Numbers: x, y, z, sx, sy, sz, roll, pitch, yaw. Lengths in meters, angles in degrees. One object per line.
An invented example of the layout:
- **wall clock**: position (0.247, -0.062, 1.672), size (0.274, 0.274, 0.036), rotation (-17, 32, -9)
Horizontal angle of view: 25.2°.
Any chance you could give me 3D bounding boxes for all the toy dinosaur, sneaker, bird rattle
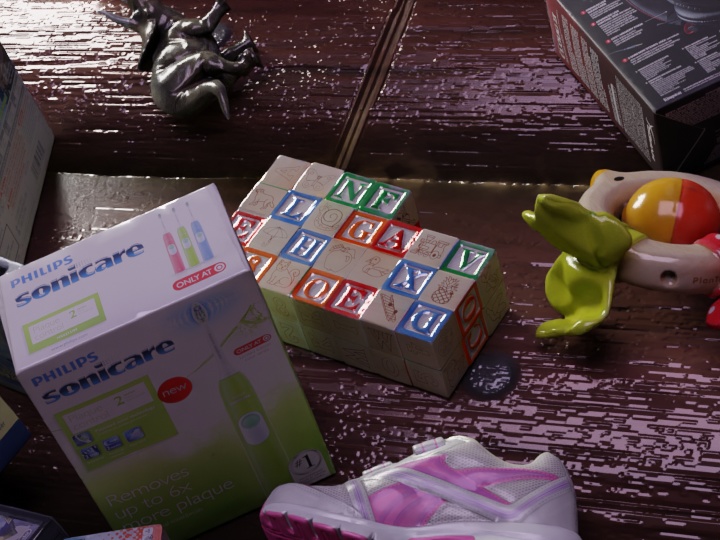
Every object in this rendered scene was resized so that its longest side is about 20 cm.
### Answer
- **toy dinosaur**: position (-0.135, -0.162, 1.311), size (0.102, 0.077, 0.201), rotation (-30, 50, 7)
- **sneaker**: position (0.040, 0.145, 0.953), size (0.198, 0.082, 0.089), rotation (4, 48, 12)
- **bird rattle**: position (0.206, -0.022, 1.036), size (0.198, 0.114, 0.164), rotation (-1, 32, 14)

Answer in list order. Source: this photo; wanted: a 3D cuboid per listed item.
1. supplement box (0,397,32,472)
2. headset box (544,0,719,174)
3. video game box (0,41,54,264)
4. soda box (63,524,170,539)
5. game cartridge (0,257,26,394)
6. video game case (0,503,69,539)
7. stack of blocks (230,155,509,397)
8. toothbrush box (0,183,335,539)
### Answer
- **supplement box**: position (-0.359, 0.076, 1.032), size (0.199, 0.201, 0.135), rotation (5, 48, 45)
- **headset box**: position (0.235, -0.175, 1.178), size (0.148, 0.075, 0.201), rotation (-25, 46, -6)
- **video game box**: position (-0.300, -0.095, 1.214), size (0.046, 0.183, 0.201), rotation (-8, 46, 11)
- **soda box**: position (-0.142, 0.249, 0.924), size (0.068, 0.064, 0.201), rotation (-10, 45, 10)
- **game cartridge**: position (-0.264, 0.031, 1.118), size (0.199, 0.134, 0.042), rotation (16, 54, 32)
- **video game case**: position (-0.295, 0.222, 0.992), size (0.180, 0.026, 0.201), rotation (3, 47, 45)
- **stack of blocks**: position (0.000, 0.000, 1.108), size (0.199, 0.059, 0.115), rotation (17, 56, 31)
- **toothbrush box**: position (-0.115, 0.067, 0.987), size (0.144, 0.201, 0.086), rotation (-23, 45, -4)
